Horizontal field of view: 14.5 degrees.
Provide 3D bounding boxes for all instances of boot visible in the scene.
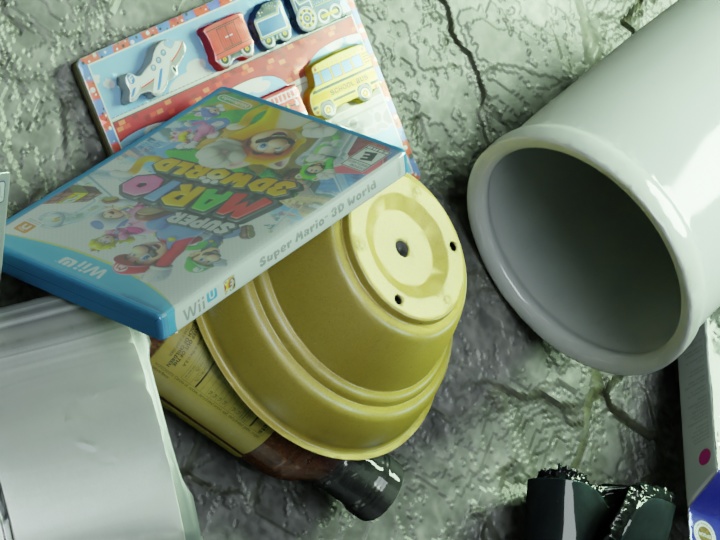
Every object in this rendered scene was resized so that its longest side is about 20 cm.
[{"bbox_3d":[0.178,0.219,1.760,0.199,0.076,0.169,19,76,-25],"label":"boot"}]

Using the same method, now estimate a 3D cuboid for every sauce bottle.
[{"bbox_3d":[-0.060,0.077,1.627,0.200,0.066,0.066,38,64,-27],"label":"sauce bottle"}]

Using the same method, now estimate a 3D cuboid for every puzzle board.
[{"bbox_3d":[-0.062,-0.088,1.677,0.199,0.017,0.152,-27,99,-34],"label":"puzzle board"}]

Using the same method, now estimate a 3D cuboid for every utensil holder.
[{"bbox_3d":[0.190,-0.060,1.759,0.200,0.169,0.171,-41,106,-35],"label":"utensil holder"}]

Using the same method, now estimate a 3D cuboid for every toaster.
[{"bbox_3d":[-0.176,0.092,1.512,0.128,0.113,0.201,-11,83,-33],"label":"toaster"}]

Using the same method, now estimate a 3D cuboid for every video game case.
[{"bbox_3d":[-0.091,-0.036,1.550,0.200,0.143,0.018,-35,133,-37],"label":"video game case"}]

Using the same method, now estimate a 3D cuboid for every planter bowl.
[{"bbox_3d":[0.000,0.000,1.616,0.200,0.083,0.202,22,56,-36],"label":"planter bowl"}]

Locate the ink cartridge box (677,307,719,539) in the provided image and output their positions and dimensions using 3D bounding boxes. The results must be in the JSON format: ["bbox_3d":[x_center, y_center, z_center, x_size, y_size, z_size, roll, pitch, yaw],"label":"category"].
[{"bbox_3d":[0.249,0.099,1.819,0.094,0.037,0.201,21,55,-31],"label":"ink cartridge box"}]

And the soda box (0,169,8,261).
[{"bbox_3d":[-0.271,-0.014,1.436,0.199,0.068,0.064,-18,122,-51],"label":"soda box"}]
